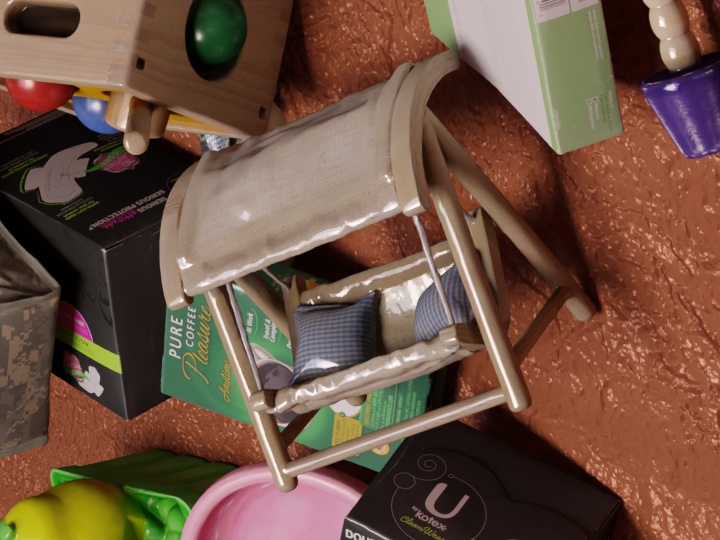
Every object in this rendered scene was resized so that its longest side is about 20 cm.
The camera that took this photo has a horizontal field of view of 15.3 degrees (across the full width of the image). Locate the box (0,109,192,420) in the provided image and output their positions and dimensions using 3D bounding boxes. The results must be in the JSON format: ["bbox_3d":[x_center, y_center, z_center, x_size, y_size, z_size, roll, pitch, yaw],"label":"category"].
[{"bbox_3d":[-0.191,-0.010,1.961,0.200,0.124,0.149,27,134,42],"label":"box"}]

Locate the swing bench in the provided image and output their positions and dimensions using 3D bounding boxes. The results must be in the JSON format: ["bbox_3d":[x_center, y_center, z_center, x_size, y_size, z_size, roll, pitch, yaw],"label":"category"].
[{"bbox_3d":[0.000,0.000,1.641,0.198,0.130,0.200,-22,106,34],"label":"swing bench"}]

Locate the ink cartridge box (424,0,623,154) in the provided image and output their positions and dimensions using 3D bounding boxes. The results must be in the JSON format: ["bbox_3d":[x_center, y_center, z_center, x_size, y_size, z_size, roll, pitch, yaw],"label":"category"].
[{"bbox_3d":[0.082,-0.172,1.557,0.200,0.048,0.146,-126,19,-58],"label":"ink cartridge box"}]

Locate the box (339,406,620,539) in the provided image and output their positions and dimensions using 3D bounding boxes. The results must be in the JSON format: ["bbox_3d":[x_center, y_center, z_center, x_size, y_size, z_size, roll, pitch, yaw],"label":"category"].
[{"bbox_3d":[0.065,0.221,1.763,0.148,0.124,0.201,26,135,15],"label":"box"}]

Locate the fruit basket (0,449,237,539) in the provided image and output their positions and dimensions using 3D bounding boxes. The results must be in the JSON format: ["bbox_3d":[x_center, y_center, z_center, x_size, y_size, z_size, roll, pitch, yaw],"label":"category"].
[{"bbox_3d":[-0.181,0.218,2.053,0.215,0.215,0.156,6,117,51],"label":"fruit basket"}]

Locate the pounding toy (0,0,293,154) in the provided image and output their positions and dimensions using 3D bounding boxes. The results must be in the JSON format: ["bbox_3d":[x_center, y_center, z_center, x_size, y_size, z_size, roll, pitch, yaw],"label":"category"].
[{"bbox_3d":[-0.150,-0.136,1.718,0.199,0.184,0.143,9,85,34],"label":"pounding toy"}]

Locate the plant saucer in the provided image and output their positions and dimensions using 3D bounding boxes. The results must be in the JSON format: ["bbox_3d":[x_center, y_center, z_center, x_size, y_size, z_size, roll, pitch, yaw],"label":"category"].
[{"bbox_3d":[-0.032,0.220,1.937,0.200,0.051,0.201,10,119,19],"label":"plant saucer"}]

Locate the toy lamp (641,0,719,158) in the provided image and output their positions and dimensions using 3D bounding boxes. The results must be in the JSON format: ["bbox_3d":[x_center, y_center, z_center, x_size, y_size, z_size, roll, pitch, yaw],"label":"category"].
[{"bbox_3d":[0.163,-0.160,1.462,0.058,0.058,0.201,-3,109,54],"label":"toy lamp"}]

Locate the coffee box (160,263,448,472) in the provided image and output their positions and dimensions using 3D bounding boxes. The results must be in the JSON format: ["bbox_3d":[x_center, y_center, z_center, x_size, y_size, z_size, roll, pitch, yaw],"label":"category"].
[{"bbox_3d":[-0.038,0.060,1.828,0.199,0.044,0.123,18,131,16],"label":"coffee box"}]

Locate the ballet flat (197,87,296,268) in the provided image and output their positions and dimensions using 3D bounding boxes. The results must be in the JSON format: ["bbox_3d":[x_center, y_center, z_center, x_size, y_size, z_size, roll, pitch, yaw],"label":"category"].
[{"bbox_3d":[-0.071,-0.053,1.839,0.074,0.074,0.201,18,129,46],"label":"ballet flat"}]

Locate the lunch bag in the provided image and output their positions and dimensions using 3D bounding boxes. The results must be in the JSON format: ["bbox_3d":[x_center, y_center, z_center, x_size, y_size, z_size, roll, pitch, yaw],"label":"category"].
[{"bbox_3d":[-0.310,0.023,1.918,0.200,0.117,0.164,47,144,32],"label":"lunch bag"}]
